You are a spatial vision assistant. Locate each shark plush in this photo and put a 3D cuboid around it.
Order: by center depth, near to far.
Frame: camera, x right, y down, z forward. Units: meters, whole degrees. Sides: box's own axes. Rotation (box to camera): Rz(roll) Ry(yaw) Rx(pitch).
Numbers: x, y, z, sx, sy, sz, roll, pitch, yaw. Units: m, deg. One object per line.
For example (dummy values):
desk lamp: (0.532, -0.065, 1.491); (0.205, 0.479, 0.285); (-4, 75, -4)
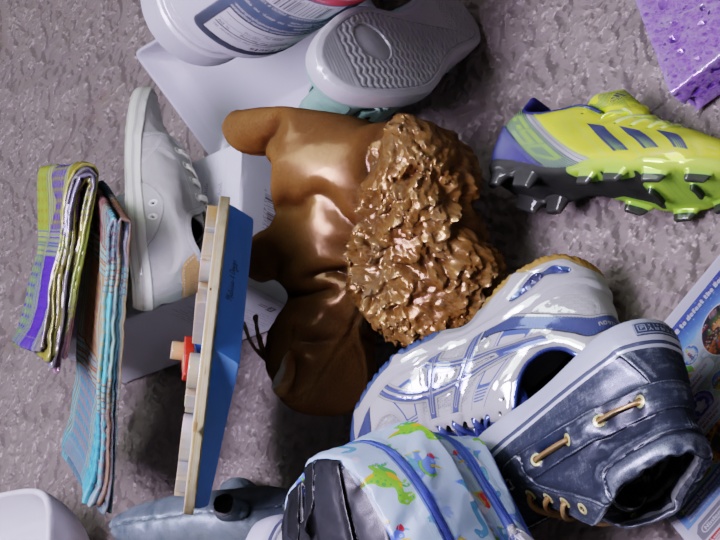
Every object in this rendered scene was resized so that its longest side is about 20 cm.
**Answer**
shark plush: (-0.070, 0.168, 1.569); (0.200, 0.083, 0.091); (-2, 66, 48)

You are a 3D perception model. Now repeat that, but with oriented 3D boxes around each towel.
towel: (-0.179, 0.049, 1.652); (0.147, 0.022, 0.200); (-139, 52, -72)
towel: (-0.216, -0.007, 1.716); (0.200, 0.023, 0.144); (-166, 85, -75)

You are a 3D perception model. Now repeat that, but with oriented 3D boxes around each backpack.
backpack: (0.034, 0.185, 1.365); (0.200, 0.154, 0.163); (52, 149, 9)

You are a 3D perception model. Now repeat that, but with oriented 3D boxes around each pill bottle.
pill bottle: (-0.062, -0.208, 1.619); (0.200, 0.120, 0.120); (-23, 51, 55)

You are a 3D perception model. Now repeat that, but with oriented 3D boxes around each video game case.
video game case: (0.219, 0.087, 1.350); (0.143, 0.018, 0.200); (-52, 39, 12)

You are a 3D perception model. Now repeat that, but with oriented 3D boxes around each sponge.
sponge: (0.216, -0.204, 1.521); (0.112, 0.030, 0.200); (-39, 43, 26)

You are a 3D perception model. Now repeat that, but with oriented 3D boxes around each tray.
tray: (-0.061, -0.157, 1.759); (0.200, 0.107, 0.022); (-25, 18, 37)

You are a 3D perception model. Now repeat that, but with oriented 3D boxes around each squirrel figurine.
squirrel figurine: (0.000, 0.000, 1.557); (0.200, 0.142, 0.187); (-2, 73, 50)

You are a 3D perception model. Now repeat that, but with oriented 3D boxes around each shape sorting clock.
shape sorting clock: (-0.099, 0.052, 1.526); (0.200, 0.039, 0.200); (-170, 90, -84)

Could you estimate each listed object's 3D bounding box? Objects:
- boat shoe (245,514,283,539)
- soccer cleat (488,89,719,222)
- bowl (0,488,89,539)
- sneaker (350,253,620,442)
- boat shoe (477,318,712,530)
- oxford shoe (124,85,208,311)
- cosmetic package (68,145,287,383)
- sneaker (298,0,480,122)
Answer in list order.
boat shoe: (-0.025, 0.243, 1.478); (0.086, 0.075, 0.202); (-14, 65, 33)
soccer cleat: (0.159, -0.077, 1.482); (0.200, 0.065, 0.084); (4, 64, 49)
bowl: (-0.264, 0.266, 1.734); (0.200, 0.075, 0.200); (-21, 54, 41)
sneaker: (0.073, 0.077, 1.473); (0.200, 0.075, 0.088); (-42, 42, 23)
boat shoe: (0.119, 0.118, 1.378); (0.200, 0.071, 0.091); (-51, 41, 40)
oxford shoe: (-0.134, -0.050, 1.672); (0.058, 0.075, 0.200); (-5, 44, -4)
cosmetic package: (-0.128, -0.003, 1.741); (0.200, 0.081, 0.113); (-21, 55, 38)
sneaker: (-0.003, -0.118, 1.615); (0.118, 0.200, 0.074); (-40, 84, 29)
